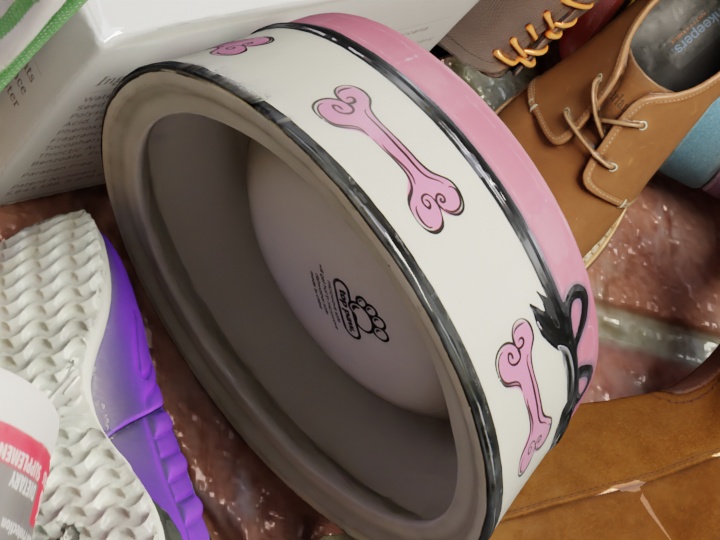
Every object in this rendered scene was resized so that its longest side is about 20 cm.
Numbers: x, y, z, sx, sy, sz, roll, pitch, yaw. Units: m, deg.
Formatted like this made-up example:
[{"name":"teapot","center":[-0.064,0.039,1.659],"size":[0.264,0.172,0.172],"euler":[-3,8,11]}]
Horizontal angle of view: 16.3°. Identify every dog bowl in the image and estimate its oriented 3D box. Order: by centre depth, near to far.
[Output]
[{"name":"dog bowl","center":[0.000,0.000,0.869],"size":[0.074,0.200,0.201],"euler":[-35,86,-26]}]

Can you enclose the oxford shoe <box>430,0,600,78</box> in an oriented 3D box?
[{"name":"oxford shoe","center":[0.075,-0.114,1.003],"size":[0.071,0.199,0.074],"euler":[11,77,-46]}]

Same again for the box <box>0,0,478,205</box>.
[{"name":"box","center":[-0.082,-0.153,0.957],"size":[0.199,0.131,0.200],"euler":[-15,73,-38]}]

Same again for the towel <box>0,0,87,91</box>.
[{"name":"towel","center":[-0.170,-0.146,0.880],"size":[0.023,0.152,0.201],"euler":[-14,73,-42]}]

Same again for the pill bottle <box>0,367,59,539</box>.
[{"name":"pill bottle","center":[-0.164,0.122,0.741],"size":[0.110,0.111,0.201],"euler":[20,73,-23]}]

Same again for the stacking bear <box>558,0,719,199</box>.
[{"name":"stacking bear","center":[0.133,-0.105,1.088],"size":[0.199,0.122,0.114],"euler":[36,7,0]}]

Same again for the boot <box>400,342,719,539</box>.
[{"name":"boot","center":[0.112,0.051,0.960],"size":[0.199,0.069,0.189],"euler":[-16,59,-7]}]

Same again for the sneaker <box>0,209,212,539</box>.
[{"name":"sneaker","center":[-0.091,0.072,0.868],"size":[0.201,0.069,0.100],"euler":[-106,168,-45]}]

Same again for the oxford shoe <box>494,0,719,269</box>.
[{"name":"oxford shoe","center":[0.092,-0.057,1.000],"size":[0.071,0.071,0.200],"euler":[41,89,5]}]

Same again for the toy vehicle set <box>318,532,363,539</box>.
[{"name":"toy vehicle set","center":[0.057,0.190,0.919],"size":[0.124,0.027,0.201],"euler":[-2,65,-34]}]
